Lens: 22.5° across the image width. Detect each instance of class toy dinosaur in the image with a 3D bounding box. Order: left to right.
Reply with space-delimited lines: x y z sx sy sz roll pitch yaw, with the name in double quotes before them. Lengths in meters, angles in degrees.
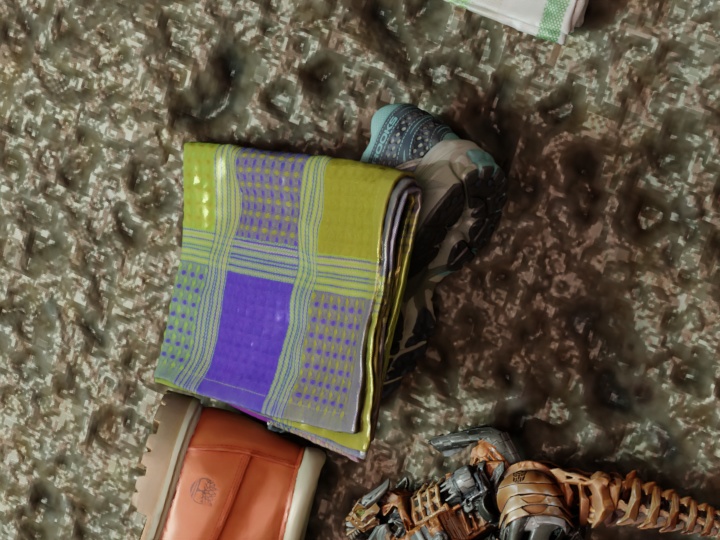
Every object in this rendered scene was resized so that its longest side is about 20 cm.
"toy dinosaur" 0.086 0.145 0.938 0.200 0.102 0.136 -15 77 45

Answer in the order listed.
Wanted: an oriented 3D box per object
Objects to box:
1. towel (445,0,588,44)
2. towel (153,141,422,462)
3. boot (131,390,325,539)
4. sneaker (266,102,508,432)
"towel" 0.043 -0.217 0.918 0.199 0.031 0.150 24 106 19
"towel" -0.043 0.008 0.938 0.200 0.023 0.144 15 97 51
"boot" -0.083 0.176 0.998 0.107 0.075 0.201 15 100 -2
"sneaker" 0.000 0.000 0.961 0.086 0.077 0.200 50 119 31
